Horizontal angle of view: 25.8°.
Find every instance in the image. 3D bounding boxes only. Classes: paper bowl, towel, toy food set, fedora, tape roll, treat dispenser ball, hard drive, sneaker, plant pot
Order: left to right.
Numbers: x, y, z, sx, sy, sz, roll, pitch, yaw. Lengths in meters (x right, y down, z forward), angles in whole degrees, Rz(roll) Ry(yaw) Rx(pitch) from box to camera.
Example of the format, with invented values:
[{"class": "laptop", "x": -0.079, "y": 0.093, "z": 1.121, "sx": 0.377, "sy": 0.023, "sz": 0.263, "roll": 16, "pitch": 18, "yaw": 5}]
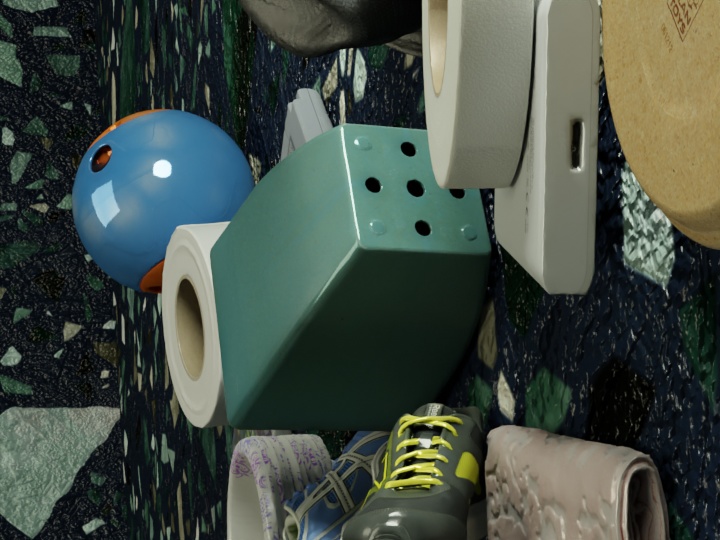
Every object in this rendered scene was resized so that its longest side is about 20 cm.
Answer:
[{"class": "treat dispenser ball", "x": -0.212, "y": -0.074, "z": 1.709, "sx": 0.201, "sy": 0.199, "sz": 0.203, "roll": 179, "pitch": 90, "yaw": -75}, {"class": "tape roll", "x": -0.140, "y": 0.053, "z": 1.575, "sx": 0.202, "sy": 0.070, "sz": 0.204, "roll": 175, "pitch": 90, "yaw": -68}, {"class": "paper bowl", "x": -0.043, "y": 0.232, "z": 1.264, "sx": 0.201, "sy": 0.103, "sz": 0.202, "roll": 179, "pitch": 90, "yaw": -75}, {"class": "fedora", "x": -0.022, "y": -0.192, "z": 0.998, "sx": 0.200, "sy": 0.092, "sz": 0.201, "roll": 40, "pitch": 157, "yaw": 21}, {"class": "sneaker", "x": -0.012, "y": 0.164, "z": 1.109, "sx": 0.200, "sy": 0.076, "sz": 0.076, "roll": -68, "pitch": -14, "yaw": -53}, {"class": "plant pot", "x": 0.000, "y": 0.000, "z": 1.027, "sx": 0.200, "sy": 0.140, "sz": 0.142, "roll": 125, "pitch": 142, "yaw": -54}, {"class": "sneaker", "x": 0.032, "y": 0.121, "z": 0.904, "sx": 0.200, "sy": 0.074, "sz": 0.085, "roll": -3, "pitch": -88, "yaw": -78}, {"class": "tape roll", "x": 0.057, "y": -0.143, "z": 0.806, "sx": 0.203, "sy": 0.037, "sz": 0.205, "roll": 179, "pitch": 90, "yaw": -88}, {"class": "hard drive", "x": 0.090, "y": -0.068, "z": 0.787, "sx": 0.200, "sy": 0.026, "sz": 0.133, "roll": -95, "pitch": 5, "yaw": -83}, {"class": "towel", "x": 0.108, "y": 0.182, "z": 0.822, "sx": 0.200, "sy": 0.032, "sz": 0.193, "roll": 176, "pitch": 93, "yaw": -75}, {"class": "toy food set", "x": 0.146, "y": -0.105, "z": 0.614, "sx": 0.201, "sy": 0.048, "sz": 0.199, "roll": -109, "pitch": 23, "yaw": -50}]

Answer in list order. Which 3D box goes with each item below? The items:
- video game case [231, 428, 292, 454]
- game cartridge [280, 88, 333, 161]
[{"class": "video game case", "x": -0.107, "y": 0.176, "z": 1.673, "sx": 0.182, "sy": 0.023, "sz": 0.201, "roll": -111, "pitch": 24, "yaw": -53}, {"class": "game cartridge", "x": -0.047, "y": -0.042, "z": 1.402, "sx": 0.134, "sy": 0.041, "sz": 0.201, "roll": -115, "pitch": 27, "yaw": -48}]
